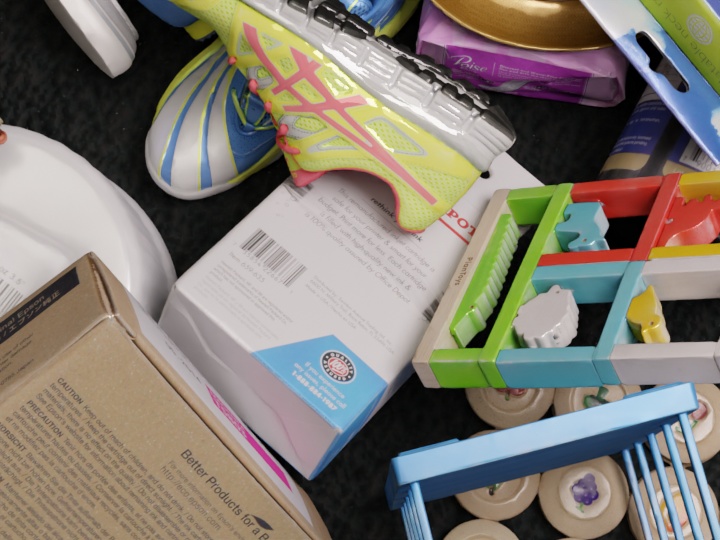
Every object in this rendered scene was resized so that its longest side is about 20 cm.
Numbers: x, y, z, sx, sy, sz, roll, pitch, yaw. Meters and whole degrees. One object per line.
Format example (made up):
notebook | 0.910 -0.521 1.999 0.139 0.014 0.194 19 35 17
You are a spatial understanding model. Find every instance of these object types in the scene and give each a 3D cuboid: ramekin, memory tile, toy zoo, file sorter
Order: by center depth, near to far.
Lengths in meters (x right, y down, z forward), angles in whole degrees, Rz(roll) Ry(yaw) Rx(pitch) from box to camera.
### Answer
toy zoo | 0.134 0.003 0.921 0.199 0.021 0.131 -4 41 33
file sorter | 0.094 0.139 0.924 0.138 0.200 0.123 -15 80 -3
ramekin | -0.199 0.019 1.020 0.199 0.098 0.202 0 77 1
memory tile | 0.145 0.125 1.035 0.199 0.017 0.154 11 77 2

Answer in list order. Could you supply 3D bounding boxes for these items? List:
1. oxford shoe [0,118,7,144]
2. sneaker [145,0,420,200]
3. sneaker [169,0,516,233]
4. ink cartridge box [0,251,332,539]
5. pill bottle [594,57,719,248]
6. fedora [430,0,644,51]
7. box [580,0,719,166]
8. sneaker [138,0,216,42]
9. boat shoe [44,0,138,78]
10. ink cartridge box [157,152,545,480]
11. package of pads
oxford shoe | -0.215 -0.057 0.953 0.074 0.070 0.201 0 78 -6
sneaker | -0.044 -0.126 1.048 0.076 0.105 0.200 42 80 6
sneaker | -0.025 -0.090 0.975 0.199 0.078 0.091 34 107 4
ink cartridge box | -0.132 0.117 0.941 0.164 0.075 0.200 -36 121 3
pill bottle | 0.216 -0.096 1.038 0.111 0.112 0.201 29 79 7
fedora | 0.111 -0.213 1.003 0.199 0.082 0.202 1 78 -4
box | 0.217 -0.156 0.964 0.200 0.048 0.122 -36 84 -25
sneaker | -0.053 -0.210 1.026 0.200 0.066 0.078 -39 117 23
boat shoe | -0.170 -0.203 1.092 0.068 0.072 0.200 -31 69 -6
ink cartridge box | 0.000 0.000 1.020 0.116 0.067 0.200 40 57 9
package of pads | 0.106 -0.198 1.081 0.120 0.076 0.201 11 77 3
